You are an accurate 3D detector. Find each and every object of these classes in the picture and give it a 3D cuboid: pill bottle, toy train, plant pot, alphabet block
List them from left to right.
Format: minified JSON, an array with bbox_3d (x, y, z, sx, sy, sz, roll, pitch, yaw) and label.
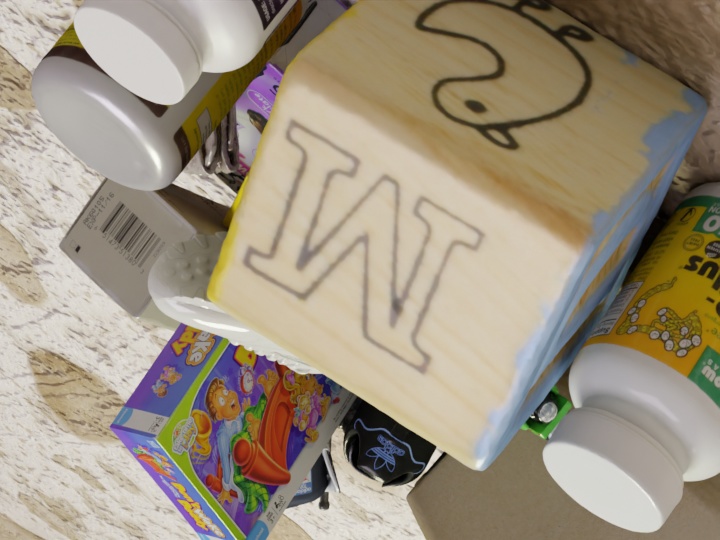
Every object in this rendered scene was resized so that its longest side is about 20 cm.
[{"bbox_3d":[-0.106,-0.154,1.597,0.109,0.200,0.109,30,156,15],"label":"pill bottle"},{"bbox_3d":[-0.075,-0.193,1.481,0.112,0.200,0.113,30,156,15],"label":"pill bottle"},{"bbox_3d":[0.056,-0.041,1.524,0.199,0.195,0.197,31,128,10],"label":"alphabet block"},{"bbox_3d":[0.074,0.065,1.667,0.056,0.042,0.200,46,172,-36],"label":"toy train"},{"bbox_3d":[0.149,0.152,1.750,0.177,0.200,0.200,45,-162,3],"label":"plant pot"},{"bbox_3d":[0.195,0.054,1.559,0.112,0.200,0.113,30,156,15],"label":"pill bottle"}]

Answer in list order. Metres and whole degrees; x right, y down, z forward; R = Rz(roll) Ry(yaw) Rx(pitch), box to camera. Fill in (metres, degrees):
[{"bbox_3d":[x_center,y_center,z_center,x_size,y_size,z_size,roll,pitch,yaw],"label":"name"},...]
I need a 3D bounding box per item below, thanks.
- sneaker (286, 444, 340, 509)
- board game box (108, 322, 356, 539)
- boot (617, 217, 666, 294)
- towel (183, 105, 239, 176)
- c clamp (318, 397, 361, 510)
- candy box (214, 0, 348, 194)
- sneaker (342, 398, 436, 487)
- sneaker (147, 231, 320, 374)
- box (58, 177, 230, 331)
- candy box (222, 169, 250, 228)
[{"bbox_3d":[-0.047,0.102,1.860,0.200,0.070,0.109,115,142,-60],"label":"sneaker"},{"bbox_3d":[-0.066,0.069,1.711,0.045,0.200,0.135,10,147,40],"label":"board game box"},{"bbox_3d":[0.155,0.014,1.702,0.200,0.073,0.155,42,156,-6],"label":"boot"},{"bbox_3d":[-0.136,-0.134,1.764,0.200,0.034,0.133,9,103,63],"label":"towel"},{"bbox_3d":[0.053,0.097,1.878,0.199,0.027,0.172,2,104,29],"label":"c clamp"},{"bbox_3d":[-0.023,-0.088,1.765,0.168,0.072,0.200,42,156,-13],"label":"candy box"},{"bbox_3d":[0.021,0.106,1.765,0.070,0.078,0.200,35,176,3],"label":"sneaker"},{"bbox_3d":[-0.044,0.029,1.613,0.199,0.077,0.081,7,135,-27],"label":"sneaker"},{"bbox_3d":[-0.115,-0.002,1.858,0.095,0.078,0.200,40,-171,27],"label":"box"},{"bbox_3d":[0.000,0.000,1.779,0.200,0.026,0.102,34,160,0],"label":"candy box"}]
